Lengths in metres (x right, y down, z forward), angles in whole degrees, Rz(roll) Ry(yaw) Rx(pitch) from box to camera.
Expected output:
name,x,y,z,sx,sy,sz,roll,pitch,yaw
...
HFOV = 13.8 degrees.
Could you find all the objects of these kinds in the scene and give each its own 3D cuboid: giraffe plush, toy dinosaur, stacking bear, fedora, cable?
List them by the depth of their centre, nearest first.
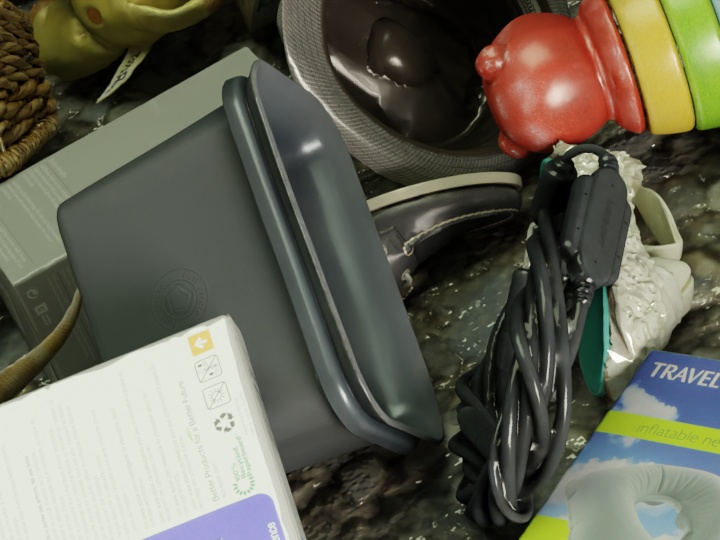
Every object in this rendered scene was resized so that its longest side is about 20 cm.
name,x,y,z,sx,sy,sz,roll,pitch,yaw
cable,0.076,0.043,1.445,0.051,0.163,0.200,21,48,-8
toy dinosaur,-0.218,0.084,1.584,0.200,0.101,0.058,-21,41,12
stacking bear,0.162,-0.124,1.628,0.199,0.122,0.114,-20,42,1
fedora,0.023,-0.131,1.683,0.090,0.200,0.177,-9,65,60
giraffe plush,-0.175,-0.217,1.854,0.172,0.162,0.200,-30,20,22

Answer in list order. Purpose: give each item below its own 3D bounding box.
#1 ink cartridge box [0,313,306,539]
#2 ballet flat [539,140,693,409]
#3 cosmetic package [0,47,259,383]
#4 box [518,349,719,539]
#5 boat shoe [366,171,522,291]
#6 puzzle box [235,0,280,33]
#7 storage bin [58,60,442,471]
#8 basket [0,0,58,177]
name,x,y,z,sx,sy,sz,roll,pitch,yaw
ink cartridge box,-0.123,0.142,1.387,0.199,0.043,0.199,-21,61,3
ballet flat,0.139,-0.005,1.542,0.072,0.072,0.200,-18,36,7
cosmetic package,-0.115,-0.033,1.699,0.200,0.090,0.107,-27,35,-10
box,0.156,0.111,1.395,0.122,0.048,0.200,9,48,36
boat shoe,0.000,0.000,1.633,0.199,0.073,0.063,-18,78,-2
puzzle box,-0.011,-0.191,1.800,0.133,0.025,0.200,-25,0,-4
storage bin,-0.060,0.018,1.525,0.134,0.146,0.200,-24,72,15
basket,-0.280,-0.066,1.803,0.200,0.143,0.149,-26,68,14
